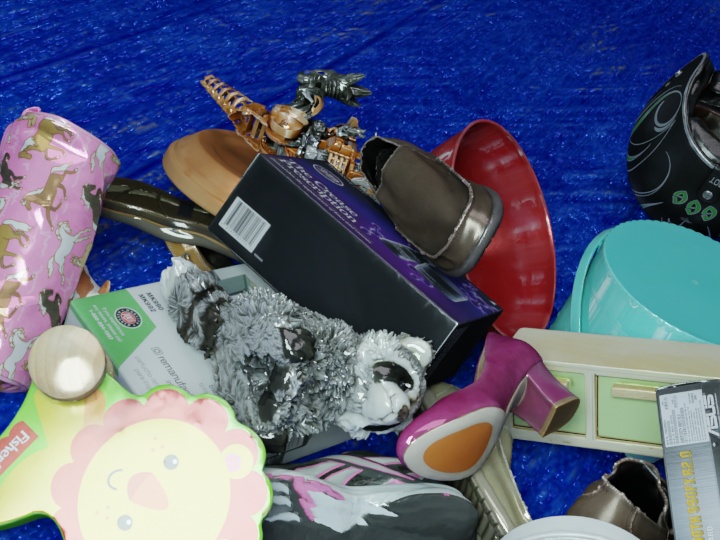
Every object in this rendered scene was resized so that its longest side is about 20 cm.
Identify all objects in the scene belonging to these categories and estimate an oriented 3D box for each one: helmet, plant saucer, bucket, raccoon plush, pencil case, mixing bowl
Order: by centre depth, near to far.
[{"bbox_3d":[-0.037,0.042,0.814,0.133,0.097,0.201,0,42,-40],"label":"raccoon plush"},{"bbox_3d":[-0.245,-0.014,0.843,0.082,0.086,0.202,9,71,32],"label":"pencil case"},{"bbox_3d":[0.273,0.059,1.055,0.205,0.136,0.208,14,35,-10],"label":"bucket"},{"bbox_3d":[0.087,-0.026,1.057,0.107,0.202,0.200,-12,20,32],"label":"mixing bowl"},{"bbox_3d":[-0.087,-0.080,1.091,0.198,0.038,0.200,25,19,-9],"label":"plant saucer"},{"bbox_3d":[0.398,-0.134,1.335,0.197,0.191,0.202,3,70,-8],"label":"helmet"}]

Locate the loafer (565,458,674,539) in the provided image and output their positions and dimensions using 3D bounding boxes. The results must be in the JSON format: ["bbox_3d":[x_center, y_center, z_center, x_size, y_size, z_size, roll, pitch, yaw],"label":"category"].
[{"bbox_3d":[0.208,0.179,0.868,0.073,0.071,0.199,38,16,21],"label":"loafer"}]

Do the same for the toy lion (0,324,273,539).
[{"bbox_3d":[-0.161,0.146,0.715,0.191,0.069,0.200,42,74,8],"label":"toy lion"}]

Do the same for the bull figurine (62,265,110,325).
[{"bbox_3d":[-0.278,-0.010,0.922,0.198,0.066,0.122,12,32,-17],"label":"bull figurine"}]

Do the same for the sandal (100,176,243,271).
[{"bbox_3d":[-0.145,-0.024,1.016,0.198,0.055,0.082,17,20,-8],"label":"sandal"}]

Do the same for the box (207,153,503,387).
[{"bbox_3d":[0.000,0.000,0.910,0.200,0.079,0.141,41,13,14],"label":"box"}]

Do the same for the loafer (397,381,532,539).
[{"bbox_3d":[0.090,0.151,0.889,0.068,0.076,0.201,-5,42,-24],"label":"loafer"}]

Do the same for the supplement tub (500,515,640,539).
[{"bbox_3d":[0.124,0.262,0.698,0.143,0.145,0.201,20,35,-1],"label":"supplement tub"}]

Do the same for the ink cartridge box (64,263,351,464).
[{"bbox_3d":[-0.106,0.076,0.878,0.199,0.085,0.146,-14,48,-41],"label":"ink cartridge box"}]

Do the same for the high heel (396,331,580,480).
[{"bbox_3d":[0.074,0.089,0.847,0.199,0.068,0.096,-14,44,-44],"label":"high heel"}]

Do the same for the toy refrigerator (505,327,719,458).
[{"bbox_3d":[0.216,0.102,0.946,0.198,0.077,0.070,5,22,25],"label":"toy refrigerator"}]

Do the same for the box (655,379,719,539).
[{"bbox_3d":[0.247,0.200,0.794,0.048,0.159,0.202,-10,53,18],"label":"box"}]

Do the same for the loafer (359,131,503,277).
[{"bbox_3d":[0.043,-0.055,0.903,0.071,0.074,0.200,26,8,-25],"label":"loafer"}]

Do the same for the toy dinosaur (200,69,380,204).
[{"bbox_3d":[-0.054,-0.130,1.081,0.200,0.102,0.136,48,36,-4],"label":"toy dinosaur"}]

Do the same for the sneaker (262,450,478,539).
[{"bbox_3d":[-0.022,0.166,0.829,0.198,0.081,0.086,11,16,-17],"label":"sneaker"}]
